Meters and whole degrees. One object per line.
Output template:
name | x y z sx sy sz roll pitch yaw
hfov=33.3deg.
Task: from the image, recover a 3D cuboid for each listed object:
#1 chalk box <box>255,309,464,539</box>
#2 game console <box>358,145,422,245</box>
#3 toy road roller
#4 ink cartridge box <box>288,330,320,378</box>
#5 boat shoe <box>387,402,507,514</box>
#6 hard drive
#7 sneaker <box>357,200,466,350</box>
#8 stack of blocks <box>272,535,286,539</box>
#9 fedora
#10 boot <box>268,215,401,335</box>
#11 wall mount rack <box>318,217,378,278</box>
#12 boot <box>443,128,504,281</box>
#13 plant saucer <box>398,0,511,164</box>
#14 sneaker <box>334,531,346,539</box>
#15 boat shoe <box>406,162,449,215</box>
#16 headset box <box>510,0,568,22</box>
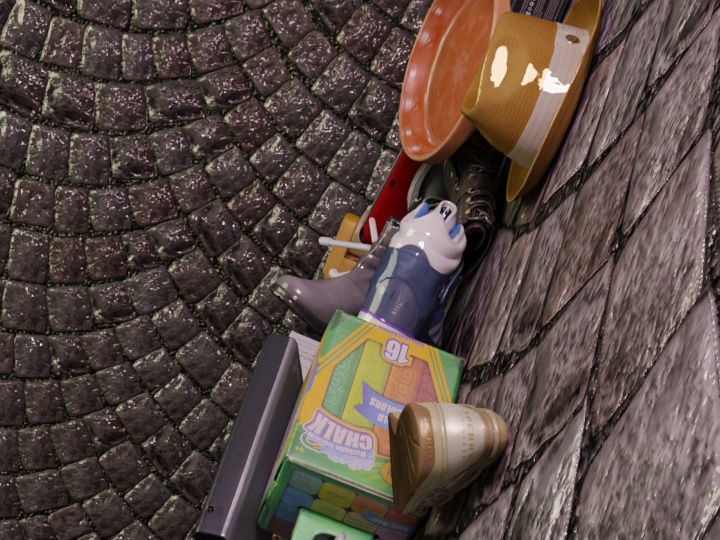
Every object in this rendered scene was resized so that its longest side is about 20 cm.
chalk box | -0.005 0.160 1.000 0.124 0.123 0.201 115 174 -50
game console | 0.061 -0.117 1.503 0.202 0.118 0.172 -61 22 2
toy road roller | 0.014 0.026 1.679 0.146 0.122 0.202 11 -80 -81
ink cartridge box | -0.058 0.197 1.476 0.088 0.144 0.201 119 174 -53
boat shoe | 0.055 0.130 0.840 0.200 0.062 0.074 113 152 -79
hard drive | -0.091 0.176 1.056 0.140 0.032 0.201 85 -162 -50
sneaker | 0.063 0.011 1.131 0.148 0.080 0.200 -62 -15 -2
stack of blocks | -0.078 0.304 1.356 0.201 0.058 0.116 90 -172 -46
fedora | 0.136 -0.159 1.028 0.201 0.081 0.203 -159 90 -87
boot | 0.000 0.000 1.186 0.132 0.070 0.199 -55 -29 8
wall mount rack | -0.002 0.035 1.398 0.174 0.074 0.203 -100 1 -75
boot | 0.123 -0.097 1.174 0.175 0.068 0.201 -80 7 -48
plant saucer | 0.095 -0.202 1.187 0.200 0.032 0.203 -164 90 -70
sneaker | 0.000 0.233 0.824 0.201 0.074 0.116 110 177 -59
boat shoe | 0.089 -0.052 1.363 0.093 0.074 0.202 130 153 -66
headset box | 0.171 -0.300 1.323 0.200 0.092 0.176 -78 11 -75
